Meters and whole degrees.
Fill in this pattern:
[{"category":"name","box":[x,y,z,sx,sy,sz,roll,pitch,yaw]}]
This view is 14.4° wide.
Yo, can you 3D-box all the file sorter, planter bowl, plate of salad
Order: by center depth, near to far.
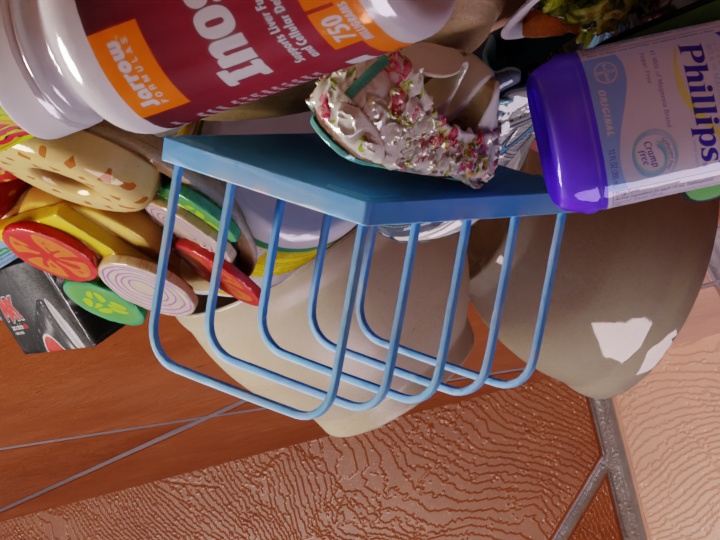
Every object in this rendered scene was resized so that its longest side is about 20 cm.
[{"category":"plate of salad","box":[0.162,-0.162,1.452,0.199,0.048,0.200,-30,174,-3]},{"category":"file sorter","box":[0.000,0.000,1.529,0.138,0.124,0.199,19,-165,35]},{"category":"planter bowl","box":[-0.007,0.023,1.893,0.199,0.135,0.200,-31,-164,10]},{"category":"planter bowl","box":[0.139,-0.026,1.988,0.134,0.202,0.200,20,157,-22]}]

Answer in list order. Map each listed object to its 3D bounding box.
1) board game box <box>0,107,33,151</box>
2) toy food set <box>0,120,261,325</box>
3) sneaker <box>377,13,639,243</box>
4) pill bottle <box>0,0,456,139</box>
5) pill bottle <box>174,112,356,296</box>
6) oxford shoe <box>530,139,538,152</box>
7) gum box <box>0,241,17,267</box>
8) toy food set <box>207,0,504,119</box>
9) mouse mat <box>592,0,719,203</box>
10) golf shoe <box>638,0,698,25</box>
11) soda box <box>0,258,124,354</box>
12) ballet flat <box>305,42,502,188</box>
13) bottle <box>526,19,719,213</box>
[{"category":"board game box","box":[-0.248,-0.075,1.491,0.199,0.048,0.101,-20,168,35]},{"category":"toy food set","box":[-0.146,-0.033,1.607,0.197,0.049,0.200,33,155,-26]},{"category":"sneaker","box":[0.072,-0.100,1.660,0.200,0.078,0.086,-42,154,7]},{"category":"pill bottle","box":[-0.067,-0.126,1.246,0.199,0.114,0.113,-18,170,25]},{"category":"pill bottle","box":[-0.067,-0.047,1.719,0.112,0.114,0.200,-10,170,-22]},{"category":"oxford shoe","box":[0.197,-0.118,1.823,0.199,0.071,0.075,-14,166,-4]},{"category":"gum box","box":[-0.307,-0.015,1.774,0.199,0.045,0.170,-7,168,-40]},{"category":"toy food set","box":[-0.024,-0.125,1.473,0.197,0.049,0.199,-21,169,38]},{"category":"mouse mat","box":[0.221,-0.103,1.527,0.160,0.008,0.200,-22,149,14]},{"category":"golf shoe","box":[0.189,-0.146,1.566,0.077,0.089,0.200,-10,172,-12]},{"category":"soda box","box":[-0.191,0.009,1.863,0.063,0.071,0.200,-34,-172,-17]},{"category":"ballet flat","box":[0.038,-0.081,1.435,0.064,0.076,0.200,-51,166,13]},{"category":"bottle","box":[0.187,-0.086,1.449,0.198,0.084,0.065,-12,-179,-4]}]
